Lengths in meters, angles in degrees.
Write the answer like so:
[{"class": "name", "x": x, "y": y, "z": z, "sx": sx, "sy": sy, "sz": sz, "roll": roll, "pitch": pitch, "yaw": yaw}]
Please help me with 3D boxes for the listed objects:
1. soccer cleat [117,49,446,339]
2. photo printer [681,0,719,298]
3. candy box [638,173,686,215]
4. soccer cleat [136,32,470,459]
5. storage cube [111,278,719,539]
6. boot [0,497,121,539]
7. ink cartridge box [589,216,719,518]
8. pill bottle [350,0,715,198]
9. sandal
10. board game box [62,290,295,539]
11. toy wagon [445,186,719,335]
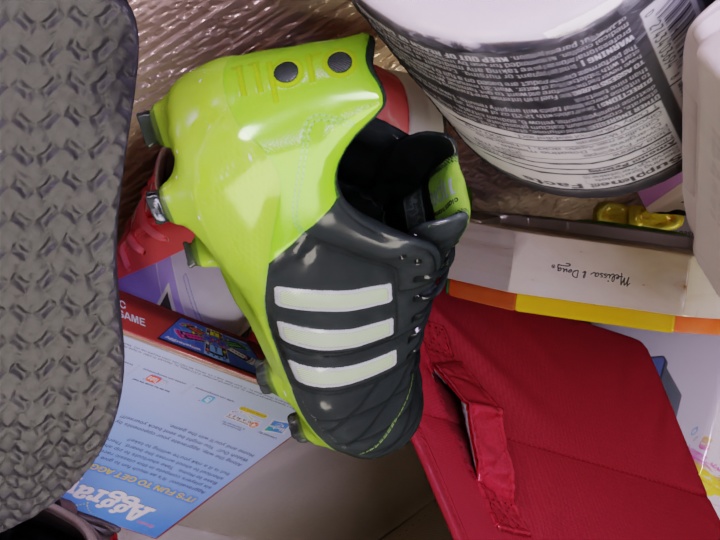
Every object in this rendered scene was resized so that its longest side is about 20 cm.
[{"class": "soccer cleat", "x": -0.057, "y": -0.011, "z": 0.777, "sx": 0.073, "sy": 0.069, "sz": 0.200, "roll": 19, "pitch": 139, "yaw": -35}, {"class": "photo printer", "x": 0.182, "y": -0.065, "z": 0.601, "sx": 0.199, "sy": 0.070, "sz": 0.167, "roll": -32, "pitch": 160, "yaw": -4}, {"class": "candy box", "x": 0.204, "y": -0.089, "z": 0.872, "sx": 0.167, "sy": 0.072, "sz": 0.200, "roll": -35, "pitch": 159, "yaw": 30}, {"class": "soccer cleat", "x": 0.000, "y": 0.000, "z": 0.688, "sx": 0.081, "sy": 0.068, "sz": 0.200, "roll": -16, "pitch": 148, "yaw": 9}, {"class": "storage cube", "x": 0.029, "y": 0.125, "z": 0.908, "sx": 0.179, "sy": 0.171, "sz": 0.200, "roll": 17, "pitch": 127, "yaw": -37}, {"class": "boot", "x": -0.175, "y": 0.093, "z": 0.782, "sx": 0.199, "sy": 0.071, "sz": 0.146, "roll": 10, "pitch": 157, "yaw": -5}, {"class": "ink cartridge box", "x": 0.165, "y": 0.090, "z": 1.043, "sx": 0.087, "sy": 0.201, "sz": 0.145, "roll": 9, "pitch": 167, "yaw": 45}, {"class": "pill bottle", "x": 0.059, "y": -0.083, "z": 0.645, "sx": 0.106, "sy": 0.107, "sz": 0.200, "roll": -28, "pitch": 162, "yaw": 7}, {"class": "sandal", "x": -0.105, "y": -0.005, "z": 0.671, "sx": 0.075, "sy": 0.045, "sz": 0.201, "roll": -1, "pitch": 122, "yaw": -26}, {"class": "board game box", "x": -0.117, "y": 0.036, "z": 0.759, "sx": 0.199, "sy": 0.020, "sz": 0.103, "roll": 23, "pitch": 132, "yaw": -37}, {"class": "toy wagon", "x": 0.103, "y": -0.005, "z": 0.888, "sx": 0.154, "sy": 0.040, "sz": 0.200, "roll": 8, "pitch": -176, "yaw": 10}]
